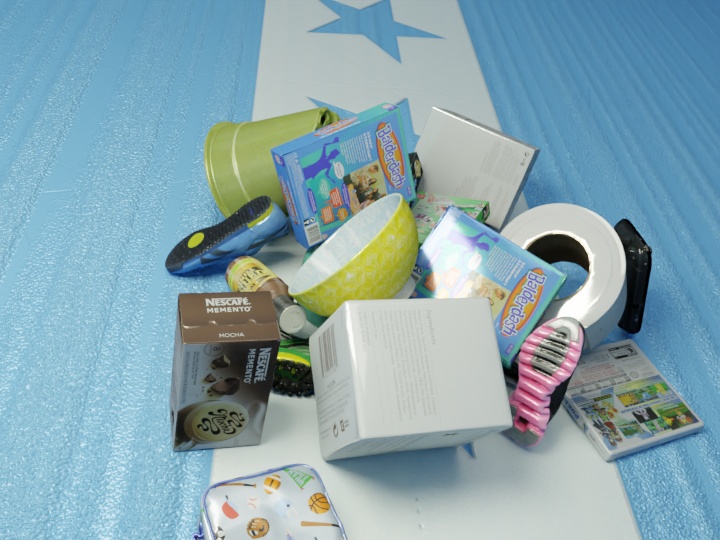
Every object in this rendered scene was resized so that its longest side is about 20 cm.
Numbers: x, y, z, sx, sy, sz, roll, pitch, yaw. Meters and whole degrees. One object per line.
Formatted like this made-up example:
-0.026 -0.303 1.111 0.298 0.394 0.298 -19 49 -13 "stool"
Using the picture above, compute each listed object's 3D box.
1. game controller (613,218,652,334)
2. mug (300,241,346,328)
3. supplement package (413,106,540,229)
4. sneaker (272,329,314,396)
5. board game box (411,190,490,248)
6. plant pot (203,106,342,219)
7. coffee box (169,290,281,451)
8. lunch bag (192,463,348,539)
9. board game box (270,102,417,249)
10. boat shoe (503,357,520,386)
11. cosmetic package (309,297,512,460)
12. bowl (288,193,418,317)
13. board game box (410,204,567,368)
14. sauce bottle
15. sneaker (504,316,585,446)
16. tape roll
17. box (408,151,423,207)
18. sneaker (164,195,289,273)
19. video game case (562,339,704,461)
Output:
0.444 0.012 1.271 0.042 0.201 0.105 -7 44 3 "game controller"
-0.011 -0.001 1.187 0.151 0.115 0.185 23 41 8 "mug"
0.207 -0.194 1.418 0.199 0.153 0.151 26 16 12 "supplement package"
-0.151 0.110 1.057 0.198 0.078 0.086 19 32 -11 "sneaker"
0.098 -0.081 1.276 0.198 0.029 0.135 12 44 32 "board game box"
-0.115 -0.173 1.222 0.188 0.201 0.201 -16 31 26 "plant pot"
-0.168 0.124 0.925 0.112 0.201 0.080 0 42 -19 "coffee box"
-0.095 0.313 0.836 0.159 0.076 0.201 -10 47 -25 "lunch bag"
-0.020 -0.141 1.133 0.199 0.153 0.045 -25 30 -20 "board game box"
0.193 0.109 1.163 0.199 0.074 0.067 29 41 14 "boat shoe"
0.056 0.138 0.972 0.198 0.167 0.168 -1 70 -20 "cosmetic package"
0.011 0.002 1.023 0.108 0.199 0.201 48 39 -14 "bowl"
0.172 0.021 1.106 0.199 0.045 0.153 34 84 18 "board game box"
-0.133 0.034 1.089 0.064 0.065 0.200 -10 21 -27 "sauce bottle"
0.263 0.145 1.062 0.079 0.202 0.095 35 31 30 "sneaker"
0.307 0.014 1.184 0.201 0.139 0.205 -7 70 18 "tape roll"
-0.003 -0.128 1.312 0.198 0.046 0.160 -8 34 24 "box"
-0.201 -0.036 1.172 0.199 0.079 0.066 -28 41 6 "sneaker"
0.399 0.193 1.180 0.198 0.022 0.183 -8 46 -27 "video game case"
